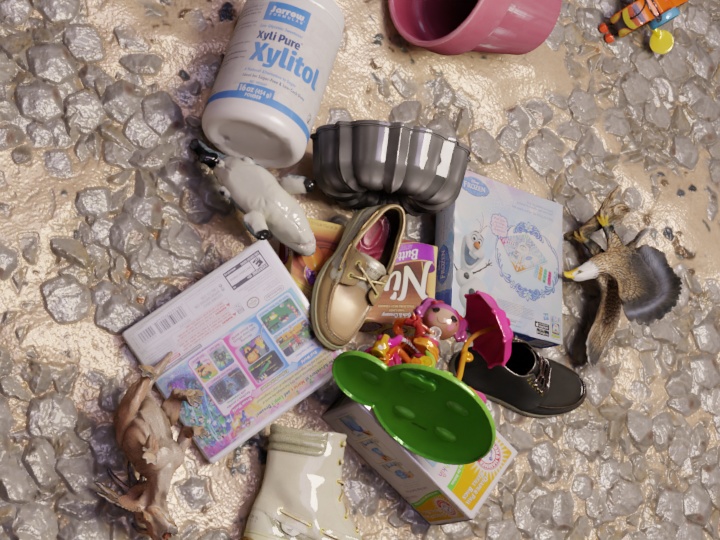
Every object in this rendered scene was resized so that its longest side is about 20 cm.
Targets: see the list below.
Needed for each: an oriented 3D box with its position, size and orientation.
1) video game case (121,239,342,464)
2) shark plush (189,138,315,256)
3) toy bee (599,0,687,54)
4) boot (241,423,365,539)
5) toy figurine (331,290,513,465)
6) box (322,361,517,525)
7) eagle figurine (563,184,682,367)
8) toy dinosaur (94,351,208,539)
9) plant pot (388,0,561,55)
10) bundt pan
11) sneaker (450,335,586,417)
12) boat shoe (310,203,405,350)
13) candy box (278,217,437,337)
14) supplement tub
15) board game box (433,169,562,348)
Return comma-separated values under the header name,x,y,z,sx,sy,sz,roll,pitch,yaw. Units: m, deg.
name,x,y,z,sx,sy,sz,roll,pitch,yaw
video game case,-0.142,0.091,1.439,0.200,0.024,0.182,-35,93,-13
shark plush,-0.137,-0.086,1.476,0.200,0.083,0.091,27,76,19
toy bee,0.411,-0.388,1.860,0.200,0.109,0.131,4,63,-52
boot,-0.028,0.267,1.445,0.199,0.072,0.155,17,74,-18
toy figurine,0.093,0.094,1.435,0.200,0.150,0.184,26,48,9
box,0.072,0.198,1.504,0.200,0.101,0.113,46,61,-8
eagle figurine,0.342,0.014,1.677,0.150,0.152,0.201,-22,66,5
toy dinosaur,-0.237,0.186,1.358,0.086,0.136,0.201,13,49,-36
plant pot,0.167,-0.375,1.678,0.179,0.200,0.201,11,70,-40
bundt pan,0.033,-0.117,1.524,0.201,0.202,0.076,11,79,-24
sneaker,0.225,0.139,1.596,0.199,0.106,0.075,13,70,-23
boat shoe,0.000,0.000,1.469,0.074,0.066,0.200,34,57,-25
candy box,-0.004,0.012,1.546,0.199,0.056,0.117,12,70,-22
supplement tub,-0.105,-0.239,1.523,0.132,0.132,0.201,24,67,-19
board game box,0.183,-0.014,1.636,0.200,0.043,0.200,16,69,-35
